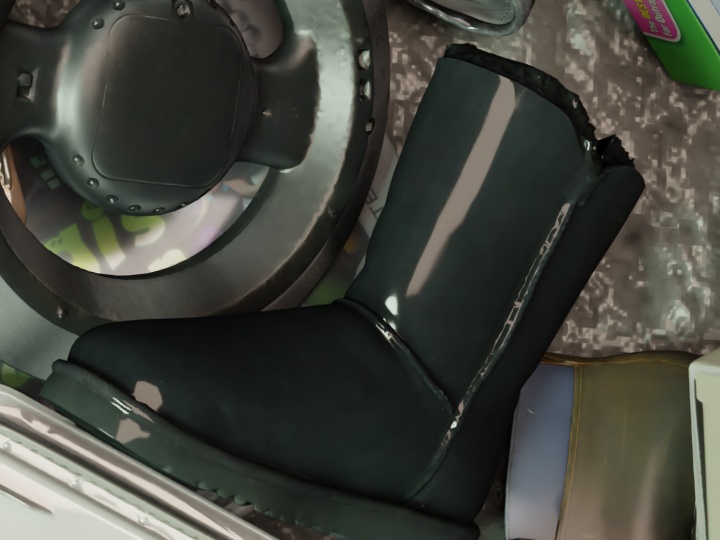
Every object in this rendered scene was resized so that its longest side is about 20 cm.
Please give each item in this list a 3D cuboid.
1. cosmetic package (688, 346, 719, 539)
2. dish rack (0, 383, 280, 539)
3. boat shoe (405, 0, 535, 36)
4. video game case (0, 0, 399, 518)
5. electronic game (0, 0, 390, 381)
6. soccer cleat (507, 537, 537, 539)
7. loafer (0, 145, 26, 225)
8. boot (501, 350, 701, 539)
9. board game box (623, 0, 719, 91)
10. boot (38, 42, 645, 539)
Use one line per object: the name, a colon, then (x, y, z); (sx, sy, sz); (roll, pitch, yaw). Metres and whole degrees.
cosmetic package: (0.205, 0.052, 0.924); (0.199, 0.071, 0.106); (-22, 113, -41)
dish rack: (-0.096, 0.150, 0.880); (0.199, 0.044, 0.172); (30, 87, -10)
boat shoe: (-0.020, -0.148, 0.940); (0.199, 0.072, 0.068); (30, 54, -16)
video game case: (-0.073, -0.001, 0.934); (0.199, 0.023, 0.182); (-32, 91, -17)
electronic game: (-0.072, -0.058, 0.877); (0.199, 0.042, 0.202); (-9, 105, -35)
soccer cleat: (0.033, 0.187, 0.877); (0.069, 0.086, 0.201); (14, 103, -14)
loafer: (-0.158, -0.097, 0.899); (0.062, 0.072, 0.201); (-2, 73, -26)
boot: (0.086, 0.124, 0.947); (0.096, 0.075, 0.201); (12, 80, 6)
board game box: (0.126, -0.189, 0.958); (0.153, 0.040, 0.200); (-49, 124, -17)
boot: (0.000, 0.000, 0.869); (0.200, 0.076, 0.169); (24, 90, -45)
